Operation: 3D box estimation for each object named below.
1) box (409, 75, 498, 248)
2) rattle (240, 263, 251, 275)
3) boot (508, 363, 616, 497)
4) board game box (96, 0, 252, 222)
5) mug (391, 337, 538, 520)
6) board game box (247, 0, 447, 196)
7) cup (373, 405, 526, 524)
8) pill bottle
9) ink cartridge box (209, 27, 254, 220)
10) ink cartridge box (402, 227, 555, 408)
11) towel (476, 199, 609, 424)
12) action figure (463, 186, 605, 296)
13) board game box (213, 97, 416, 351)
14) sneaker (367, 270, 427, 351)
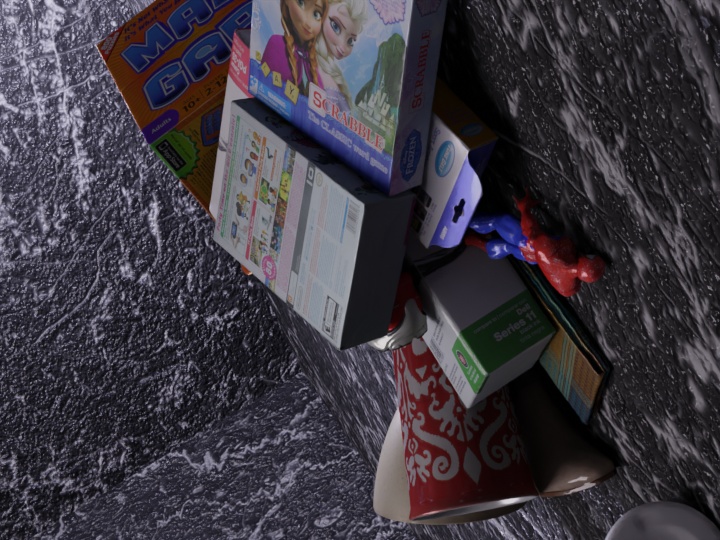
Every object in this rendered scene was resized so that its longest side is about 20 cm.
[{"bbox_3d":[0.039,-0.115,1.183,0.200,0.041,0.120,47,141,23],"label":"box"},{"bbox_3d":[-0.088,-0.109,1.673,0.144,0.198,0.130,63,170,-25],"label":"rattle"},{"bbox_3d":[0.187,0.153,1.424,0.148,0.069,0.200,70,161,5],"label":"boot"},{"bbox_3d":[-0.127,-0.187,1.492,0.200,0.199,0.201,52,-176,-46],"label":"board game box"},{"bbox_3d":[0.089,0.148,1.428,0.177,0.132,0.203,144,118,-63],"label":"mug"},{"bbox_3d":[-0.016,-0.196,1.141,0.199,0.041,0.202,38,136,36],"label":"board game box"},{"bbox_3d":[0.111,0.226,1.766,0.200,0.197,0.146,-159,65,-76],"label":"cup"},{"bbox_3d":[0.262,0.285,1.239,0.114,0.112,0.201,56,170,23],"label":"pill bottle"},{"bbox_3d":[-0.061,-0.131,1.365,0.083,0.145,0.202,46,134,44],"label":"ink cartridge box"},{"bbox_3d":[0.087,0.013,1.310,0.201,0.082,0.147,57,170,13],"label":"ink cartridge box"},{"bbox_3d":[0.166,0.040,1.303,0.201,0.022,0.147,56,170,22],"label":"towel"},{"bbox_3d":[0.140,-0.025,1.150,0.066,0.051,0.200,59,169,-28],"label":"action figure"},{"bbox_3d":[-0.046,-0.047,1.231,0.200,0.064,0.149,39,130,37],"label":"board game box"},{"bbox_3d":[0.000,0.000,1.308,0.199,0.076,0.086,31,139,52],"label":"sneaker"}]
